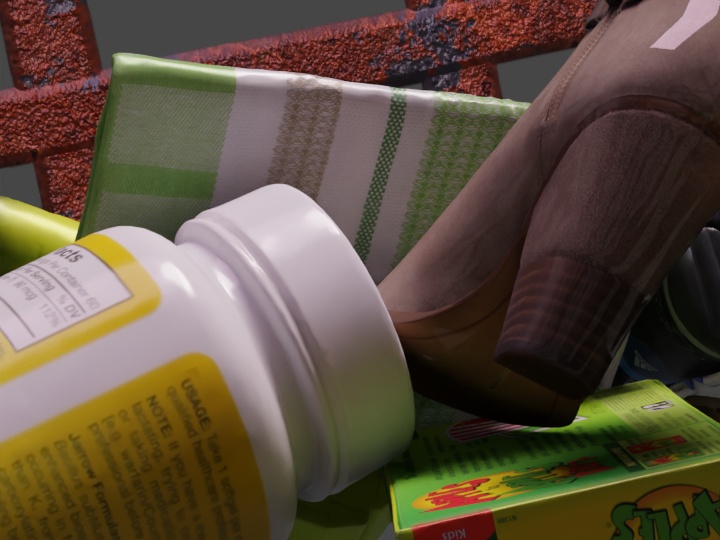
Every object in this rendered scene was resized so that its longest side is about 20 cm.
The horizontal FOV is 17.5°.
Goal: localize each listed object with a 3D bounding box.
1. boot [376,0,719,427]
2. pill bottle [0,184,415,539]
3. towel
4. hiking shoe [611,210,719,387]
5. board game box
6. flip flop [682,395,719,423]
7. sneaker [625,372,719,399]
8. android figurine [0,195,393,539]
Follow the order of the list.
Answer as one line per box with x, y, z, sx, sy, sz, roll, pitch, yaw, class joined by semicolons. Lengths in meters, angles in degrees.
0.068;-0.032;0.714;0.070;0.147;0.200;28;-11;-15;boot
-0.090;0.057;0.701;0.199;0.115;0.114;-26;8;-21;pill bottle
0.000;0.000;0.798;0.198;0.150;0.031;7;30;-15;towel
0.155;-0.029;0.878;0.200;0.075;0.087;-39;2;-36;hiking shoe
0.061;0.075;0.715;0.101;0.048;0.200;-13;3;0;board game box
0.207;0.030;0.866;0.198;0.058;0.081;-13;3;-13;flip flop
0.128;0.036;0.994;0.115;0.081;0.199;-18;-1;-32;sneaker
-0.054;0.041;0.863;0.199;0.183;0.041;19;-43;-8;android figurine
